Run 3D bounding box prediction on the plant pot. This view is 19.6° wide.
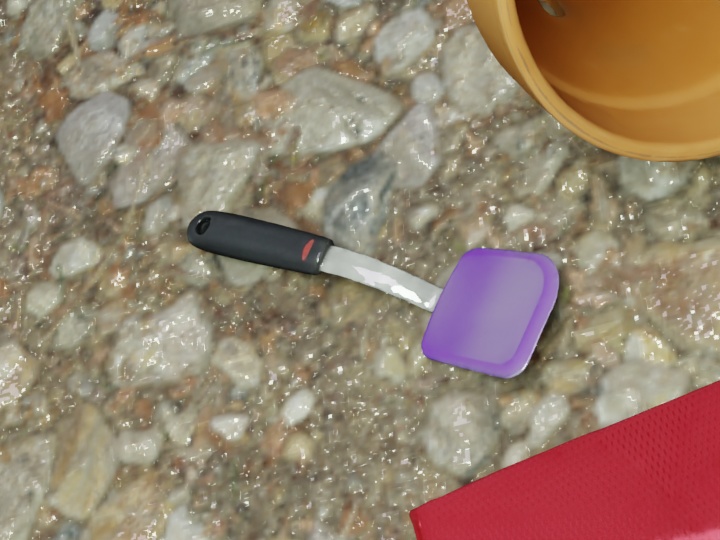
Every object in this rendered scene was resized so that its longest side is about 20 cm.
[{"bbox_3d":[0.112,-0.162,0.846,0.200,0.200,0.140,-43,36,-1],"label":"plant pot"}]

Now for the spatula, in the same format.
[{"bbox_3d":[0.000,0.000,0.904,0.200,0.021,0.057,17,73,33],"label":"spatula"}]

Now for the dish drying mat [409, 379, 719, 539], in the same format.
[{"bbox_3d":[0.119,0.089,0.797,0.199,0.018,0.077,-23,56,13],"label":"dish drying mat"}]
